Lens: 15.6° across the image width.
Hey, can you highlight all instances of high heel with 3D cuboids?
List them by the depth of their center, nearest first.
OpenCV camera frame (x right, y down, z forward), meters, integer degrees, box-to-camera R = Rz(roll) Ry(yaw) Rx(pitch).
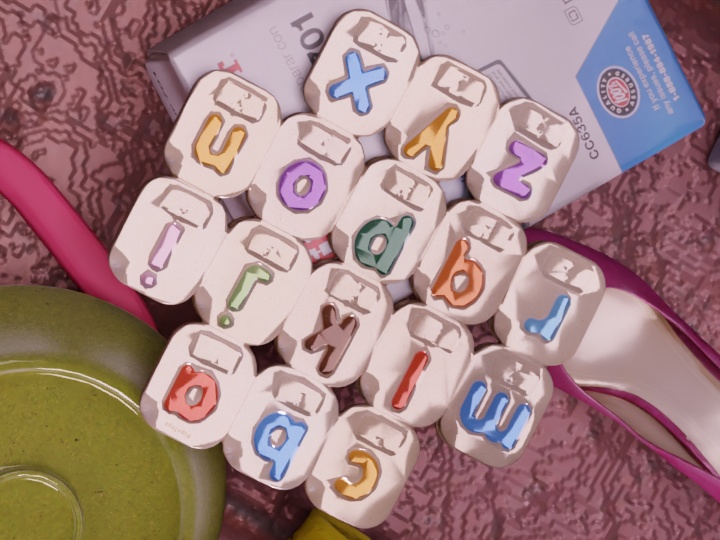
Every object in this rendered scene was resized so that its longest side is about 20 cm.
[{"bbox_3d":[0.135,0.051,1.182,0.067,0.096,0.200,-46,102,-5],"label":"high heel"}]

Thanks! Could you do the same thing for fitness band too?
[{"bbox_3d":[-0.172,0.029,1.147,0.143,0.037,0.200,-39,102,-9],"label":"fitness band"}]

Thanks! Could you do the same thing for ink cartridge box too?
[{"bbox_3d":[0.027,-0.080,1.155,0.199,0.086,0.147,-30,101,-9],"label":"ink cartridge box"}]

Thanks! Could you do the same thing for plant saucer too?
[{"bbox_3d":[-0.149,0.106,1.125,0.199,0.031,0.201,-6,108,-18],"label":"plant saucer"}]

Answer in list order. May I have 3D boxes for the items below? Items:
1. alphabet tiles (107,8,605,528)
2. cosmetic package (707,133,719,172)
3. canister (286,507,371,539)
[{"bbox_3d":[0.000,0.000,1.106,0.199,0.015,0.196,27,90,-14],"label":"alphabet tiles"},{"bbox_3d":[0.285,-0.082,1.151,0.166,0.200,0.168,26,89,-13],"label":"cosmetic package"},{"bbox_3d":[-0.022,0.226,1.139,0.200,0.148,0.086,-55,138,0],"label":"canister"}]
